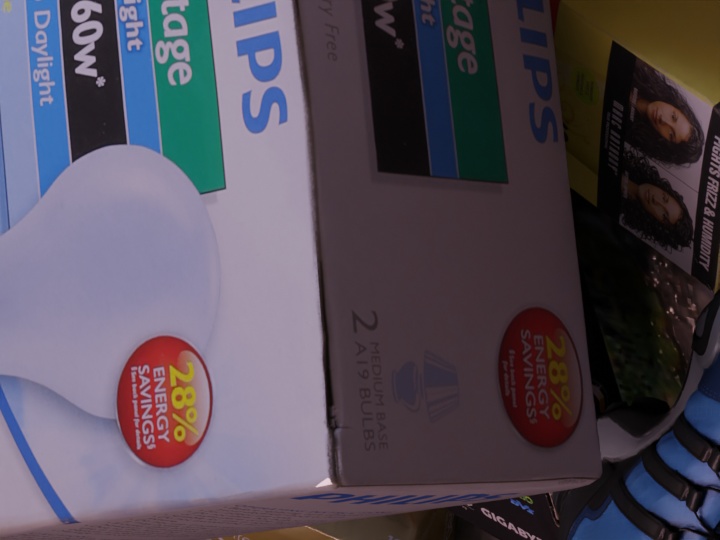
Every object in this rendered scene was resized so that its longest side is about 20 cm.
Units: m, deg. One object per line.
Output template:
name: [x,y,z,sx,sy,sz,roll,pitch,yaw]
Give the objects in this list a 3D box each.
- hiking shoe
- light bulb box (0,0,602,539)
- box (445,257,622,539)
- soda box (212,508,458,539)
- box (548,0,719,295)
hiking shoe: [0.123,0.066,0.875,0.200,0.074,0.087,128,151,-55]
light bulb box: [-0.050,-0.019,0.855,0.199,0.125,0.199,-12,80,39]
box: [0.000,0.000,1.004,0.200,0.050,0.199,27,150,37]
soda box: [-0.060,0.077,1.135,0.199,0.068,0.064,22,138,14]
box: [0.061,-0.080,0.901,0.200,0.050,0.075,40,147,32]
